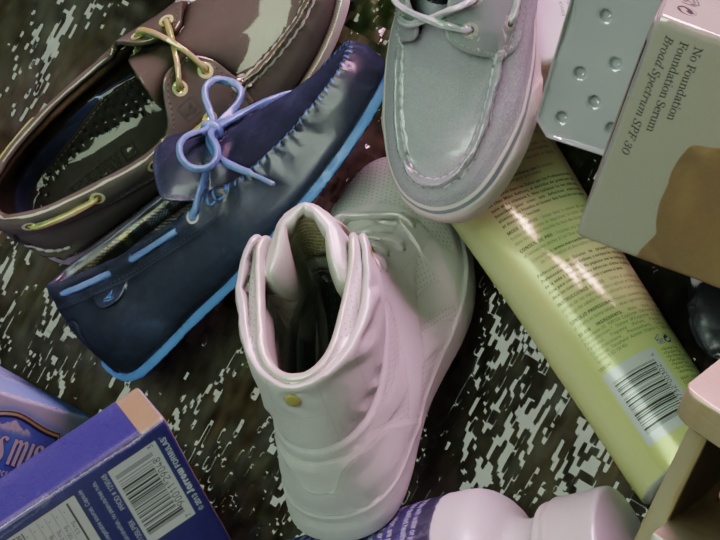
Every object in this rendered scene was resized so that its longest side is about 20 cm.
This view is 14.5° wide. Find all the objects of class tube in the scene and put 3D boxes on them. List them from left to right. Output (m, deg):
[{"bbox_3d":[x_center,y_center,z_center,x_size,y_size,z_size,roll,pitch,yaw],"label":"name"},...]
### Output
[{"bbox_3d":[0.091,0.006,1.221,0.052,0.058,0.200,-38,69,15],"label":"tube"}]

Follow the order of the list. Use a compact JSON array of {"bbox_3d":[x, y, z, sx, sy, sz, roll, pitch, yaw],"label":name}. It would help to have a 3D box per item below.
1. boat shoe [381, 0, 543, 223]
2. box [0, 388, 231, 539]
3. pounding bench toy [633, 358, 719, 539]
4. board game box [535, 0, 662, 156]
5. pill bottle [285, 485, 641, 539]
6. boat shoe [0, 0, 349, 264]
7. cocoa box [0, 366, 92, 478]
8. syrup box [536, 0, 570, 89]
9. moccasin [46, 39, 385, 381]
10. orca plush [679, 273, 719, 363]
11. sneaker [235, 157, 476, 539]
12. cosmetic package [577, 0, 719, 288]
[{"bbox_3d":[0.039,-0.122,1.170,0.070,0.071,0.202,9,88,25],"label":"boat shoe"},{"bbox_3d":[-0.152,0.150,1.226,0.200,0.121,0.032,-34,44,-11],"label":"box"},{"bbox_3d":[0.206,0.122,1.046,0.200,0.124,0.156,33,123,19],"label":"pounding bench toy"},{"bbox_3d":[0.191,-0.117,1.133,0.199,0.026,0.201,18,117,5],"label":"board game box"},{"bbox_3d":[0.023,0.156,1.188,0.199,0.111,0.111,-18,73,20],"label":"pill bottle"},{"bbox_3d":[-0.090,-0.080,1.315,0.202,0.060,0.072,-41,66,12],"label":"boat shoe"},{"bbox_3d":[-0.239,0.083,1.272,0.133,0.200,0.132,25,90,26],"label":"cocoa box"},{"bbox_3d":[0.146,-0.138,1.209,0.199,0.081,0.079,-20,72,22],"label":"syrup box"},{"bbox_3d":[-0.068,-0.032,1.262,0.068,0.081,0.200,41,109,-8],"label":"moccasin"},{"bbox_3d":[0.192,0.046,1.178,0.200,0.071,0.105,40,52,15],"label":"orca plush"},{"bbox_3d":[0.000,0.000,1.189,0.073,0.116,0.200,-2,46,14],"label":"sneaker"},{"bbox_3d":[0.197,-0.034,1.115,0.199,0.071,0.105,20,117,5],"label":"cosmetic package"}]
